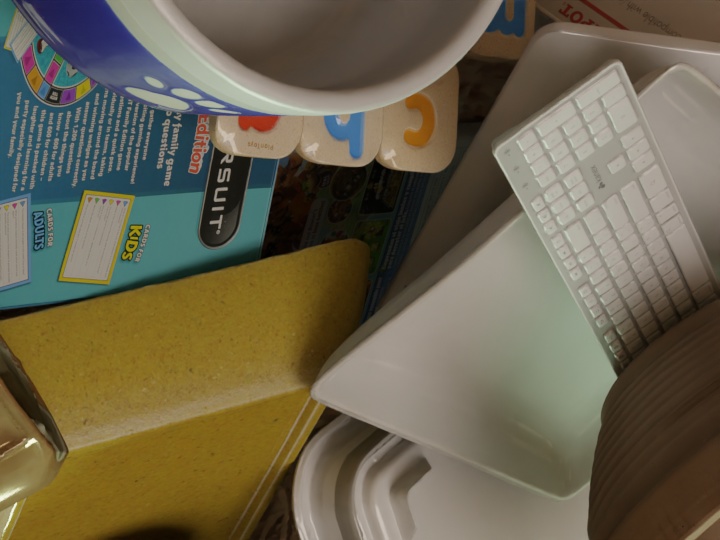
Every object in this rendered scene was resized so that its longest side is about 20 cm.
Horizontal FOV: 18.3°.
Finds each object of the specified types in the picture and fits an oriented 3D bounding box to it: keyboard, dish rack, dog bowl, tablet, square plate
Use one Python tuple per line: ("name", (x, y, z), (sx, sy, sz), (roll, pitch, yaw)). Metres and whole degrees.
("keyboard", (0.103, -0.012, 0.872), (0.056, 0.011, 0.200), (-31, 144, 3))
("dish rack", (0.059, 0.119, 1.019), (0.200, 0.044, 0.172), (-36, 113, -48))
("dog bowl", (-0.035, -0.152, 0.759), (0.200, 0.079, 0.200), (-1, 92, -42))
("tablet", (0.097, -0.028, 0.941), (0.130, 0.014, 0.200), (5, 142, -21))
("square plate", (0.102, 0.008, 0.928), (0.200, 0.028, 0.198), (-42, 141, 17))

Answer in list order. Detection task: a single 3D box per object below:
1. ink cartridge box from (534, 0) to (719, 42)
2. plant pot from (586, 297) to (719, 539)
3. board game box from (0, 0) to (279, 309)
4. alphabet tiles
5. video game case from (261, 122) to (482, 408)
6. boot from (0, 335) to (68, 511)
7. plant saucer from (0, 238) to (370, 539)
("ink cartridge box", (0.149, -0.082, 1.004), (0.067, 0.116, 0.200), (-47, 139, -1))
("plant pot", (0.166, 0.072, 0.934), (0.201, 0.093, 0.201), (-25, 152, -15))
("board game box", (-0.115, -0.063, 0.827), (0.200, 0.047, 0.151), (-6, 117, -42))
("alphabet tiles", (-0.006, -0.137, 0.847), (0.200, 0.015, 0.196), (3, 89, -42))
("video game case", (0.000, 0.000, 1.017), (0.200, 0.018, 0.143), (-6, 125, -37))
("boot", (-0.193, 0.111, 0.804), (0.200, 0.066, 0.175), (-30, 138, -2))
("plant saucer", (-0.098, 0.081, 0.924), (0.200, 0.048, 0.200), (-14, 149, -32))
